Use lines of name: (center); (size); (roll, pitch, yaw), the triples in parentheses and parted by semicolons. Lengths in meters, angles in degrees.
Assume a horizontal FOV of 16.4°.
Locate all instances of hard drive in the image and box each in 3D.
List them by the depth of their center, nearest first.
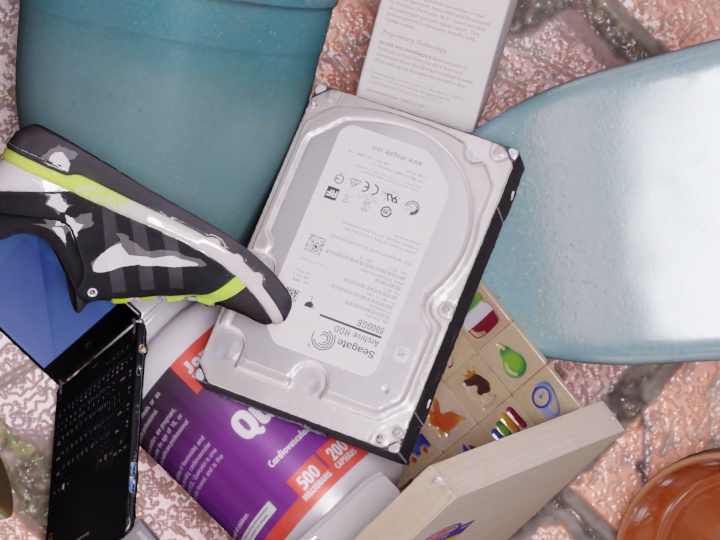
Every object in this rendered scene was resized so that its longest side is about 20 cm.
hard drive: (0.000, 0.000, 1.503); (0.139, 0.038, 0.201); (20, 79, 17)
hard drive: (-0.017, 0.204, 1.548); (0.132, 0.200, 0.027); (-42, 68, -9)

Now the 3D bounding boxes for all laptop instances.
laptop: (-0.203, 0.072, 1.515); (0.103, 0.177, 0.202); (9, 71, -20)

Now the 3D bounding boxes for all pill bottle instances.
pill bottle: (-0.076, 0.094, 1.569); (0.200, 0.113, 0.112); (43, 81, 9)

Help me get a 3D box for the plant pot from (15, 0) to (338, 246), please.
plant pot: (-0.125, -0.096, 1.549); (0.198, 0.200, 0.189); (8, 101, -10)

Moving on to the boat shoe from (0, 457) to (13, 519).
boat shoe: (-0.285, 0.102, 1.532); (0.064, 0.074, 0.200); (-27, 137, 11)

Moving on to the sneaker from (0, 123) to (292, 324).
sneaker: (-0.136, -0.008, 1.446); (0.199, 0.072, 0.083); (31, 89, -15)

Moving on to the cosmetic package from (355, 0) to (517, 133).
cosmetic package: (0.066, -0.202, 1.581); (0.084, 0.108, 0.201); (16, 108, 4)

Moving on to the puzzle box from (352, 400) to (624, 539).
puzzle box: (0.063, 0.142, 1.484); (0.133, 0.199, 0.025); (-46, 72, 31)

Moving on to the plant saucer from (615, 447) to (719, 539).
plant saucer: (0.257, 0.210, 1.616); (0.032, 0.199, 0.202); (-22, 92, -51)

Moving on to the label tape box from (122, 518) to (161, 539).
label tape box: (-0.177, 0.260, 1.536); (0.200, 0.144, 0.063); (-40, 64, -9)

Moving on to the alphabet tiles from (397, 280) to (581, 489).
alphabet tiles: (0.022, 0.075, 1.579); (0.167, 0.008, 0.200); (51, 123, 5)

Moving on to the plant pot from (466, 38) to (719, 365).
plant pot: (0.157, -0.030, 1.595); (0.198, 0.196, 0.197); (-10, 89, 6)
